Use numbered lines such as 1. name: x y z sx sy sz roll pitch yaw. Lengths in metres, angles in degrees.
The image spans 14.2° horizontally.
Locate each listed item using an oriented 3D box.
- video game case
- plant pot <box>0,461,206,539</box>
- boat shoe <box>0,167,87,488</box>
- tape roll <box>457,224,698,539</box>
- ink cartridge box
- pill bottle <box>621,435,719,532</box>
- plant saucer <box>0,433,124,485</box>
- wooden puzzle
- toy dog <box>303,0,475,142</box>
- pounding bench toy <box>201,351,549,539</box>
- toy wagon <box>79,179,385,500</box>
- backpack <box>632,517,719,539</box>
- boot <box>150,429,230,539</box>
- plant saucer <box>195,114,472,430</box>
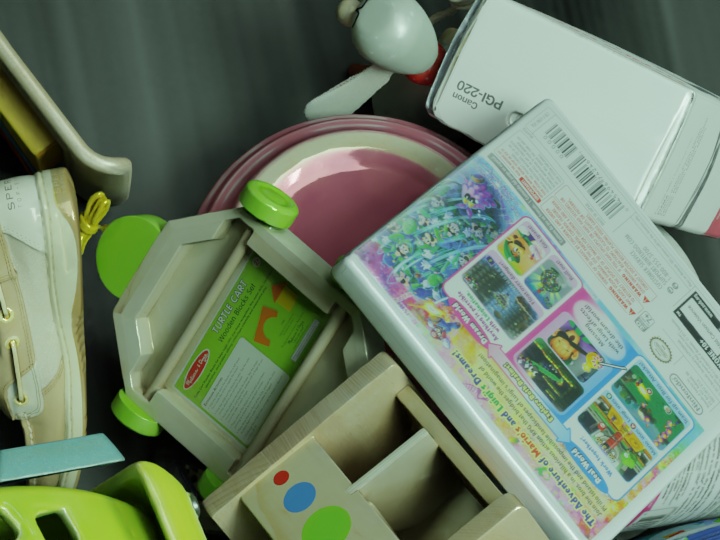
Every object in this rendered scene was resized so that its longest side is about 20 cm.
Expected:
1. video game case: 0.105 0.029 1.527 0.200 0.024 0.182 51 53 0
2. plant pot: -0.165 0.213 1.466 0.181 0.200 0.199 -16 78 -35
3. boat shoe: -0.184 0.035 1.550 0.069 0.200 0.074 -4 30 -8
4. tape roll: 0.134 0.061 1.706 0.203 0.037 0.203 -1 92 -43
5. ink cartridge box: 0.143 -0.089 1.696 0.146 0.200 0.085 28 99 20
6. pill bottle: 0.185 0.087 1.651 0.200 0.113 0.114 -3 71 -44
7. plant saucer: -0.191 0.104 1.488 0.070 0.200 0.019 -9 87 -28
8. wooden puzzle: -0.205 -0.111 1.583 0.037 0.185 0.200 -42 90 -7
9. toy dog: 0.019 -0.126 1.701 0.096 0.200 0.132 24 61 20
10. pounding bench toy: 0.043 0.176 1.498 0.124 0.200 0.156 -39 46 -3
11. toy wagon: -0.075 0.027 1.554 0.200 0.155 0.040 40 20 21
12. backpack: 0.196 0.219 1.639 0.200 0.183 0.147 -4 74 -32
13. boot: -0.028 0.093 1.646 0.200 0.073 0.151 5 69 -15
14. plant saucer: 0.000 0.000 1.608 0.200 0.051 0.201 1 68 -2
